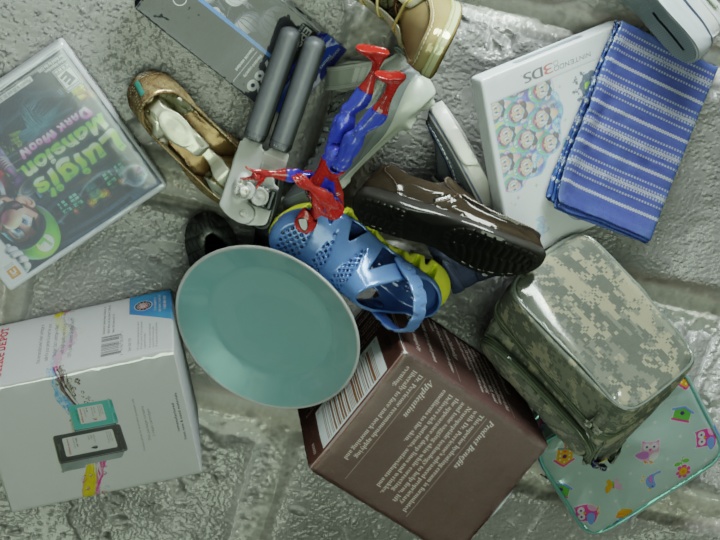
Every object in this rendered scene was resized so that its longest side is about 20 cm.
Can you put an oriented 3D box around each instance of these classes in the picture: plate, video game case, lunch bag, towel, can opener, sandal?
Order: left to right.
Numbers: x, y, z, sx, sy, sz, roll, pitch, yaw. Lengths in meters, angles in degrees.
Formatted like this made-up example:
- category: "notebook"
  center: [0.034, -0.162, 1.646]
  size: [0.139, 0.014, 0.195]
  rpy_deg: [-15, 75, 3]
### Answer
- category: "video game case"
  center: [-0.325, -0.103, 1.551]
  size: [0.199, 0.023, 0.182]
  rpy_deg: [-33, 114, 6]
- category: "plate"
  center: [-0.092, 0.055, 1.577]
  size: [0.198, 0.026, 0.202]
  rpy_deg: [10, 125, 14]
- category: "can opener"
  center: [-0.086, -0.138, 1.517]
  size: [0.052, 0.066, 0.202]
  rpy_deg: [20, 105, 6]
- category: "sandal"
  center: [0.000, 0.000, 1.546]
  size: [0.199, 0.087, 0.080]
  rpy_deg: [24, 122, -9]
- category: "video game case"
  center: [0.205, -0.130, 1.581]
  size: [0.181, 0.024, 0.202]
  rpy_deg: [-24, 117, -24]
- category: "lunch bag"
  center: [0.225, 0.093, 1.612]
  size: [0.139, 0.168, 0.200]
  rpy_deg: [-35, 74, -31]
- category: "lunch bag"
  center: [0.295, 0.194, 1.739]
  size: [0.199, 0.077, 0.161]
  rpy_deg: [-31, 115, 5]
- category: "towel"
  center: [0.280, -0.139, 1.589]
  size: [0.144, 0.024, 0.202]
  rpy_deg: [19, 94, -29]

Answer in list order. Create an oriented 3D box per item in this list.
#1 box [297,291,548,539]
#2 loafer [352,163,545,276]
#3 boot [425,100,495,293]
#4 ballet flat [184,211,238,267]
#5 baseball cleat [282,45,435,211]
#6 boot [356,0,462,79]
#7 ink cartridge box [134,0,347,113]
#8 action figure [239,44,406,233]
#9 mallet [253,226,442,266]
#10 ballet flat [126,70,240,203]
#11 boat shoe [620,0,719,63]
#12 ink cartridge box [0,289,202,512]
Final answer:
- category: "box"
  center: [0.059, 0.158, 1.640]
  size: [0.199, 0.164, 0.166]
  rpy_deg: [34, 104, -20]
- category: "loafer"
  center: [0.094, -0.058, 1.532]
  size: [0.198, 0.072, 0.073]
  rpy_deg: [21, 149, -3]
- category: "boot"
  center: [0.093, -0.070, 1.600]
  size: [0.090, 0.073, 0.201]
  rpy_deg: [-27, 112, 6]
- category: "ballet flat"
  center: [-0.140, 0.033, 1.617]
  size: [0.066, 0.057, 0.201]
  rpy_deg: [-19, 114, 1]
- category: "baseball cleat"
  center: [-0.021, -0.145, 1.564]
  size: [0.200, 0.070, 0.107]
  rpy_deg: [-41, 98, 7]
- category: "boot"
  center: [0.013, -0.261, 1.441]
  size: [0.154, 0.201, 0.072]
  rpy_deg: [24, 120, -16]
- category: "ink cartridge box"
  center: [-0.114, -0.236, 1.519]
  size: [0.199, 0.039, 0.100]
  rpy_deg: [36, 103, -21]
- category: "action figure"
  center: [-0.041, -0.115, 1.450]
  size: [0.098, 0.065, 0.201]
  rpy_deg: [0, 131, -30]
- category: "mallet"
  center: [-0.015, -0.019, 1.604]
  size: [0.198, 0.041, 0.066]
  rpy_deg: [-3, 115, 6]
- category: "ballet flat"
  center: [-0.156, -0.116, 1.547]
  size: [0.200, 0.065, 0.071]
  rpy_deg: [40, 101, -21]
- category: "boat shoe"
  center: [0.287, -0.299, 1.544]
  size: [0.067, 0.073, 0.200]
  rpy_deg: [-48, 109, -21]
- category: "ink cartridge box"
  center: [-0.275, 0.131, 1.589]
  size: [0.198, 0.147, 0.147]
  rpy_deg: [-11, 115, -3]
